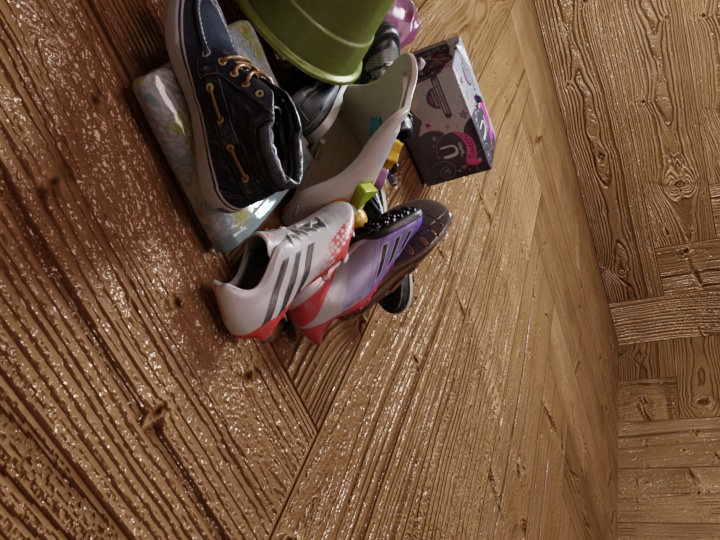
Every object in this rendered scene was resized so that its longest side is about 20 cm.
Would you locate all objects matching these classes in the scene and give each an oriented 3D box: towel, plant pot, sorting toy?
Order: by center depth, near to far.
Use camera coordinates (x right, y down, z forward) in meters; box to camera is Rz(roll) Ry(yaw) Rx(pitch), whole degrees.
[{"bbox_3d":[-0.130,-0.141,0.673,0.174,0.047,0.201,63,31,-24],"label":"towel"},{"bbox_3d":[-0.017,-0.348,0.731,0.197,0.189,0.204,28,42,-28],"label":"plant pot"},{"bbox_3d":[0.008,-0.154,0.777,0.105,0.180,0.204,26,51,-14],"label":"sorting toy"}]

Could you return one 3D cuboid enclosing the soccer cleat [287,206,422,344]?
[{"bbox_3d":[0.000,0.000,0.762,0.198,0.068,0.074,-37,105,-19],"label":"soccer cleat"}]

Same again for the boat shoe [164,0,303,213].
[{"bbox_3d":[-0.104,-0.159,0.583,0.070,0.089,0.206,-15,93,-61],"label":"boat shoe"}]

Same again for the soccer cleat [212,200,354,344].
[{"bbox_3d":[-0.072,-0.018,0.678,0.201,0.067,0.086,-50,132,-30],"label":"soccer cleat"}]

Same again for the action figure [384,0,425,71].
[{"bbox_3d":[0.012,-0.326,0.981,0.133,0.147,0.204,38,66,-27],"label":"action figure"}]

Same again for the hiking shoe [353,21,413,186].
[{"bbox_3d":[0.040,-0.221,0.891,0.074,0.100,0.205,-18,126,-35],"label":"hiking shoe"}]

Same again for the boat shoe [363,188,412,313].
[{"bbox_3d":[0.015,-0.037,0.888,0.066,0.073,0.206,-16,95,-60],"label":"boat shoe"}]

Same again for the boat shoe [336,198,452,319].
[{"bbox_3d":[0.030,-0.013,0.829,0.076,0.198,0.072,52,-6,24],"label":"boat shoe"}]

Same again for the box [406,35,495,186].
[{"bbox_3d":[0.143,-0.268,1.148,0.202,0.129,0.116,59,33,-35],"label":"box"}]

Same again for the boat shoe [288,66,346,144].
[{"bbox_3d":[-0.052,-0.243,0.828,0.061,0.072,0.204,39,43,-28],"label":"boat shoe"}]
